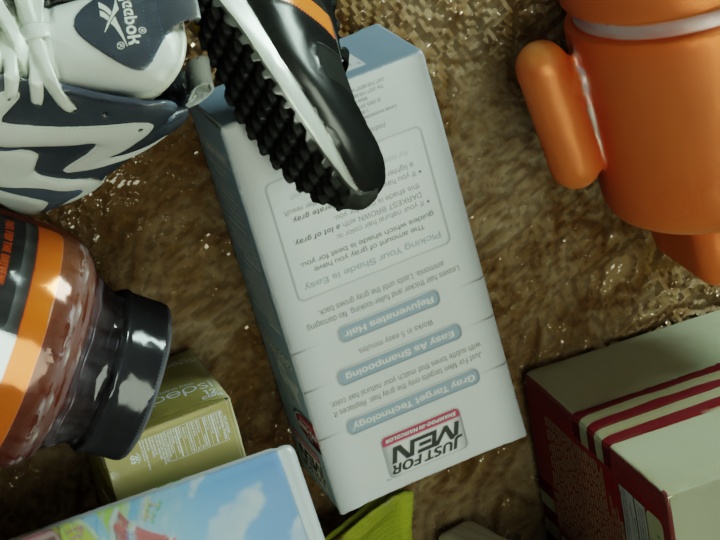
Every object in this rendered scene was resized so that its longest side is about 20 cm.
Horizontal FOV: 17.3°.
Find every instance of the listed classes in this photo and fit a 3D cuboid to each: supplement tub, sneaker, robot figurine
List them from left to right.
[{"bbox_3d":[-0.182,0.018,0.985,0.200,0.107,0.107,18,101,-16],"label":"supplement tub"},{"bbox_3d":[-0.134,-0.091,0.937,0.130,0.080,0.199,-23,147,23],"label":"sneaker"},{"bbox_3d":[-0.030,-0.124,0.996,0.090,0.070,0.200,-32,86,-16],"label":"sneaker"},{"bbox_3d":[0.156,-0.097,1.087,0.144,0.117,0.200,-5,116,23],"label":"robot figurine"}]

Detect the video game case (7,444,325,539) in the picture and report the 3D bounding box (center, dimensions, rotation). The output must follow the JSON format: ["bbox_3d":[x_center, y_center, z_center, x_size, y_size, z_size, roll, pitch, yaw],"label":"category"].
[{"bbox_3d":[-0.083,0.198,1.025,0.182,0.022,0.200,-18,88,-15],"label":"video game case"}]

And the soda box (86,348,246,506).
[{"bbox_3d":[-0.075,0.143,1.106,0.064,0.068,0.200,-19,114,-14],"label":"soda box"}]

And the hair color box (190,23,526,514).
[{"bbox_3d":[0.000,0.000,1.090,0.099,0.061,0.200,-22,114,-13],"label":"hair color box"}]

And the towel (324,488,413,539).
[{"bbox_3d":[0.008,0.212,1.163,0.086,0.018,0.200,-35,125,-53],"label":"towel"}]

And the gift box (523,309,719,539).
[{"bbox_3d":[0.209,0.128,1.143,0.187,0.200,0.185,-18,119,-16],"label":"gift box"}]

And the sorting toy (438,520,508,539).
[{"bbox_3d":[0.096,0.248,1.128,0.070,0.200,0.199,-23,115,-29],"label":"sorting toy"}]
